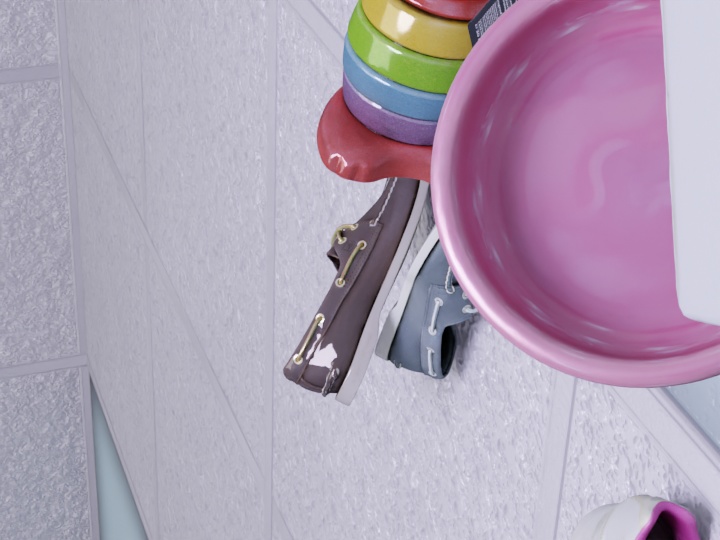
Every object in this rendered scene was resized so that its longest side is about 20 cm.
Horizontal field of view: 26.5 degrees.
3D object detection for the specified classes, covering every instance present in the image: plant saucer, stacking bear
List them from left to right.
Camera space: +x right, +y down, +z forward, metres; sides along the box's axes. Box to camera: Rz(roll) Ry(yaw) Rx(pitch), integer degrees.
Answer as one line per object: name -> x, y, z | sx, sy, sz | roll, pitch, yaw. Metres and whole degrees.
stacking bear -> 0.049, -0.167, 1.008 | 0.114, 0.121, 0.201 | -104, 25, -48
plant saucer -> 0.134, -0.045, 0.715 | 0.051, 0.199, 0.202 | 22, -126, -70

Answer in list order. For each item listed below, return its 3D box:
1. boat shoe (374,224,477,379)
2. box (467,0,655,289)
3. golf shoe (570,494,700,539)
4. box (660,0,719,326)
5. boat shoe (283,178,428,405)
boat shoe -> 0.068, 0.010, 1.131 | 0.062, 0.073, 0.200 | 31, 138, 8
box -> 0.135, -0.073, 0.826 | 0.141, 0.078, 0.201 | 134, 126, -70
golf shoe -> 0.174, 0.222, 0.853 | 0.092, 0.075, 0.201 | 127, 131, -61
box -> 0.205, -0.084, 0.411 | 0.171, 0.198, 0.201 | -168, 72, -71
boat shoe -> 0.000, 0.000, 1.169 | 0.072, 0.059, 0.201 | 113, 176, -80
